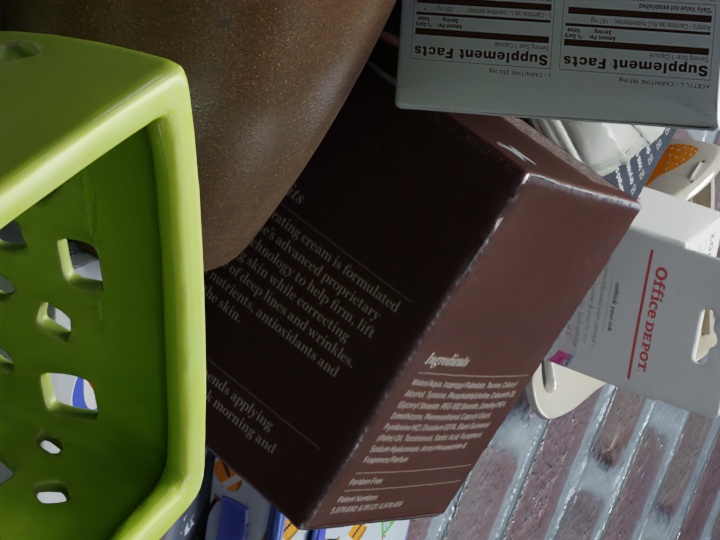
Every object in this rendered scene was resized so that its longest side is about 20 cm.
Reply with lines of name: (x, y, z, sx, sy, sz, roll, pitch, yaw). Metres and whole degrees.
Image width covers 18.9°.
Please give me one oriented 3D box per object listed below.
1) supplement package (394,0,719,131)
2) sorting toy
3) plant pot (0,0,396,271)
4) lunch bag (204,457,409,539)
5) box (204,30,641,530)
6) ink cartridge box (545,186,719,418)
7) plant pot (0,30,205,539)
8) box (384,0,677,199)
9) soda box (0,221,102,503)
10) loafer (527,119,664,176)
supplement package: (0.119, -0.169, 0.968, 0.191, 0.146, 0.201, -15, 110, -67)
sorting toy: (0.179, 0.016, 1.593, 0.180, 0.107, 0.201, -46, 147, -28)
plant pot: (-0.073, -0.104, 0.912, 0.187, 0.186, 0.201, -41, 153, -46)
lunch bag: (-0.034, 0.163, 1.288, 0.160, 0.075, 0.201, -27, 131, -53)
box: (0.000, 0.000, 1.073, 0.200, 0.166, 0.164, -57, 155, 12)
ink cartridge box: (0.164, 0.006, 1.421, 0.068, 0.199, 0.116, -33, 137, -52)
plant pot: (-0.183, 0.027, 0.755, 0.200, 0.181, 0.200, -43, 145, -45)
box: (0.104, -0.113, 1.300, 0.197, 0.123, 0.200, -60, 153, -23)
soda box: (-0.151, 0.074, 0.993, 0.068, 0.063, 0.201, -29, 133, -55)
loafer: (0.094, -0.141, 1.124, 0.201, 0.070, 0.070, 61, 3, -22)
